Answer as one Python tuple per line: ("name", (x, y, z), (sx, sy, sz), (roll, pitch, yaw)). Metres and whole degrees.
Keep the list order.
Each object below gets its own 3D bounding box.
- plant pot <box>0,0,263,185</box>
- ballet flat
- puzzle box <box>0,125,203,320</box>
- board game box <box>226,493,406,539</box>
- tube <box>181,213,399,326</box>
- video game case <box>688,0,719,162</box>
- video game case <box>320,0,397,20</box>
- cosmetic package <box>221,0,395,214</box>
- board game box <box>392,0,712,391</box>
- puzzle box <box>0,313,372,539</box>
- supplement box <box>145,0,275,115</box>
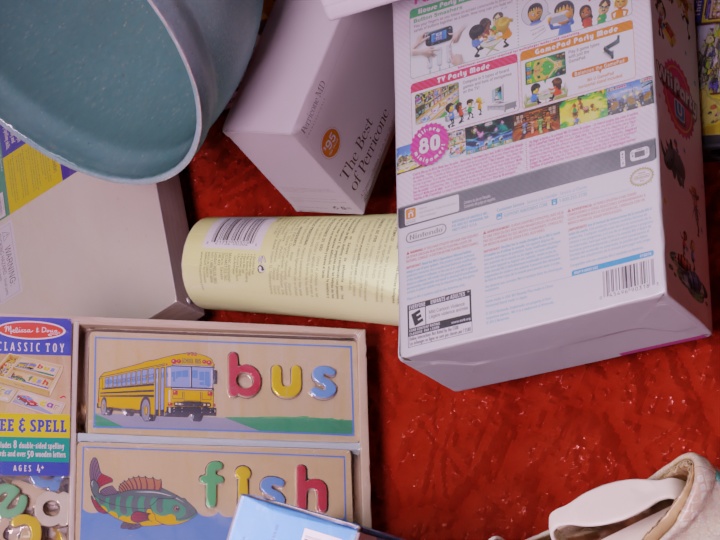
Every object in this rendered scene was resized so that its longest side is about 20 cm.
("plant pot", (-0.127, -0.164, 1.288), (0.200, 0.201, 0.134), (11, 49, 39))
("ballet flat", (0.091, 0.138, 1.166), (0.200, 0.062, 0.068), (-30, 36, 21))
("puzzle box", (-0.162, -0.033, 1.444), (0.133, 0.025, 0.201), (-30, 55, 27))
("board game box", (-0.039, 0.208, 1.132), (0.056, 0.196, 0.201), (16, 84, 10))
("tube", (0.000, 0.000, 1.313), (0.199, 0.052, 0.058), (1, 109, 31))
("video game case", (0.225, -0.152, 1.226), (0.180, 0.025, 0.201), (-2, 69, 36))
("video game case", (0.095, -0.172, 1.241), (0.199, 0.143, 0.018), (-12, 104, 37))
("cosmetic package", (-0.001, -0.136, 1.328), (0.050, 0.083, 0.201), (4, 63, 37))
("board game box", (0.092, -0.055, 1.223), (0.147, 0.064, 0.201), (-13, 64, 29))
("puzzle box", (-0.093, 0.089, 1.269), (0.199, 0.025, 0.134), (2, 64, -9))
("supplement box", (-0.080, -0.200, 1.433), (0.110, 0.086, 0.201), (-18, 61, 29))
